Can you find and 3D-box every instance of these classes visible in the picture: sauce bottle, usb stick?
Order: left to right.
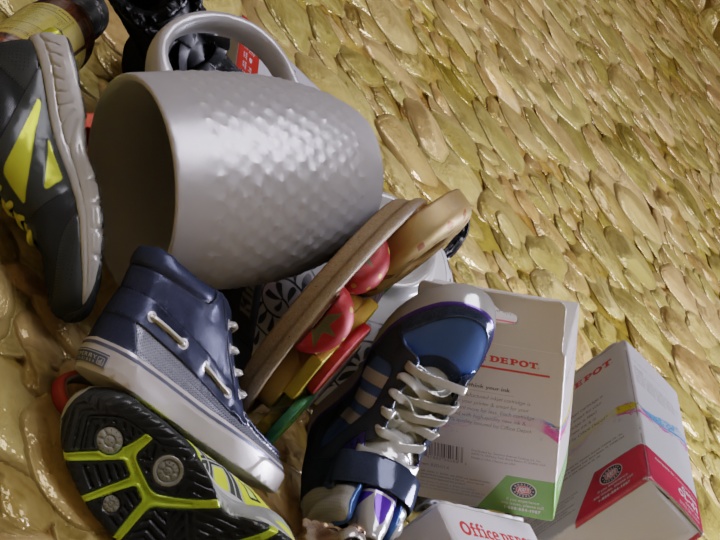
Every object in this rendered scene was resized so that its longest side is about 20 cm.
[{"bbox_3d":[-0.233,-0.163,1.527,0.066,0.066,0.200,50,20,-7],"label":"sauce bottle"},{"bbox_3d":[-0.092,0.011,1.493,0.055,0.032,0.202,36,50,-40],"label":"usb stick"}]

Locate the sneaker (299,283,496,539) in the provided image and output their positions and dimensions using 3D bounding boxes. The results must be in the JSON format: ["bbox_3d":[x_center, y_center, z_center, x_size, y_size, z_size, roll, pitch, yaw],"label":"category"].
[{"bbox_3d":[0.029,0.119,1.442,0.080,0.200,0.147,27,36,-25],"label":"sneaker"}]

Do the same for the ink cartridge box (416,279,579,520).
[{"bbox_3d":[0.099,0.080,1.539,0.067,0.116,0.201,-65,160,-52],"label":"ink cartridge box"}]

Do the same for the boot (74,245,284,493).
[{"bbox_3d":[-0.097,0.068,1.343,0.072,0.091,0.200,14,-20,38],"label":"boot"}]

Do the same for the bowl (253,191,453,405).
[{"bbox_3d":[0.000,0.000,1.597,0.199,0.094,0.202,16,50,-20],"label":"bowl"}]

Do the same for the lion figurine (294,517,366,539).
[{"bbox_3d":[0.014,0.263,1.392,0.201,0.072,0.123,58,8,-29],"label":"lion figurine"}]

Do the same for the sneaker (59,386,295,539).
[{"bbox_3d":[-0.115,0.146,1.308,0.200,0.075,0.076,46,-1,-20],"label":"sneaker"}]

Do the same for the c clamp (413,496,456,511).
[{"bbox_3d":[0.031,0.128,1.675,0.201,0.027,0.171,58,17,16],"label":"c clamp"}]

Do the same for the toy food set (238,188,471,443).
[{"bbox_3d":[-0.012,0.029,1.441,0.049,0.198,0.200,41,41,4],"label":"toy food set"}]

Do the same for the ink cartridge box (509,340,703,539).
[{"bbox_3d":[0.204,0.176,1.780,0.086,0.147,0.201,44,24,-21],"label":"ink cartridge box"}]

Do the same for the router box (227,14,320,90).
[{"bbox_3d":[-0.063,-0.104,1.798,0.179,0.049,0.201,43,24,-24],"label":"router box"}]

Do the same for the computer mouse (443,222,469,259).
[{"bbox_3d":[0.013,-0.012,1.727,0.199,0.034,0.059,-20,83,-35],"label":"computer mouse"}]

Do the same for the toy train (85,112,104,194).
[{"bbox_3d":[-0.163,-0.043,1.508,0.201,0.055,0.150,57,45,-17],"label":"toy train"}]

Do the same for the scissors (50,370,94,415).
[{"bbox_3d":[-0.139,0.094,1.390,0.073,0.014,0.200,58,23,12],"label":"scissors"}]

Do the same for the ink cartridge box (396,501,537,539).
[{"bbox_3d":[0.101,0.279,1.498,0.146,0.084,0.201,22,36,-54],"label":"ink cartridge box"}]

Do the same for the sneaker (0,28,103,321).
[{"bbox_3d":[-0.220,-0.059,1.381,0.075,0.084,0.202,116,-37,-69],"label":"sneaker"}]

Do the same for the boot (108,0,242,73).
[{"bbox_3d":[-0.152,-0.180,1.583,0.198,0.073,0.163,43,-10,45],"label":"boot"}]

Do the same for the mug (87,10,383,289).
[{"bbox_3d":[-0.086,-0.087,1.432,0.174,0.148,0.202,-4,69,-31],"label":"mug"}]
